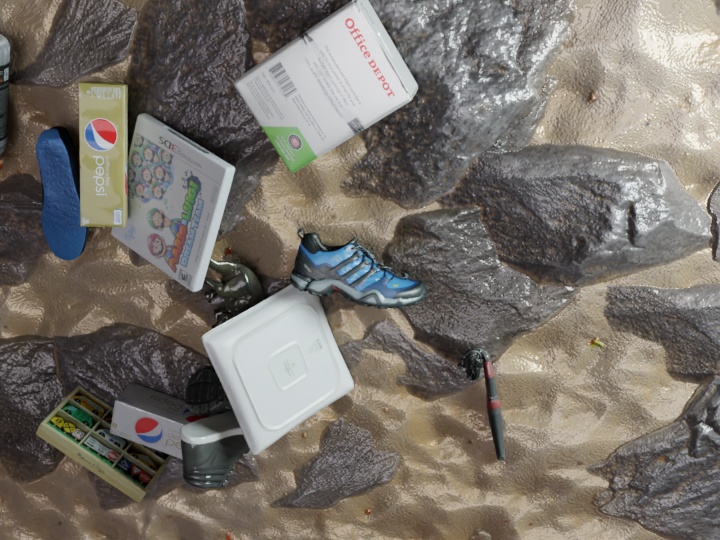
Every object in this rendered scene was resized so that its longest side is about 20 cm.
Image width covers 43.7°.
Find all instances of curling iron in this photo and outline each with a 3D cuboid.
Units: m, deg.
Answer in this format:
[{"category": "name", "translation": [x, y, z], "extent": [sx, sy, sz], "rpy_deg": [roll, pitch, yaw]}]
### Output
[{"category": "curling iron", "translation": [0.193, 0.203, 1.363], "extent": [0.049, 0.026, 0.202], "rpy_deg": [-3, 118, 36]}]

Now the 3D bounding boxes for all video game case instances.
[{"category": "video game case", "translation": [-0.277, -0.098, 1.306], "extent": [0.181, 0.024, 0.201], "rpy_deg": [31, 117, 23]}]

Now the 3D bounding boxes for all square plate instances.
[{"category": "square plate", "translation": [-0.112, 0.139, 1.326], "extent": [0.028, 0.197, 0.202], "rpy_deg": [7, 122, 57]}]

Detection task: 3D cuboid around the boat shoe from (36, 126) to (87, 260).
[{"category": "boat shoe", "translation": [-0.433, -0.116, 1.346], "extent": [0.083, 0.069, 0.202], "rpy_deg": [7, 114, 0]}]

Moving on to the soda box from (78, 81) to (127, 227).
[{"category": "soda box", "translation": [-0.366, -0.166, 1.282], "extent": [0.063, 0.068, 0.202], "rpy_deg": [1, 102, -11]}]

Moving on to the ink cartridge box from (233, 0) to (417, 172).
[{"category": "ink cartridge box", "translation": [-0.044, -0.248, 1.197], "extent": [0.199, 0.084, 0.146], "rpy_deg": [-28, 104, 21]}]

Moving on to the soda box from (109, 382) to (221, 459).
[{"category": "soda box", "translation": [-0.303, 0.256, 1.467], "extent": [0.198, 0.064, 0.069], "rpy_deg": [19, 114, 5]}]

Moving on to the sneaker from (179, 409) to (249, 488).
[{"category": "sneaker", "translation": [-0.198, 0.277, 1.394], "extent": [0.070, 0.199, 0.100], "rpy_deg": [25, 111, 42]}]

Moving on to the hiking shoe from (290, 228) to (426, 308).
[{"category": "hiking shoe", "translation": [0.000, 0.000, 1.286], "extent": [0.198, 0.074, 0.088], "rpy_deg": [10, 101, -1]}]

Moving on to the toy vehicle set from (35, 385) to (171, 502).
[{"category": "toy vehicle set", "translation": [-0.411, 0.281, 1.466], "extent": [0.199, 0.124, 0.027], "rpy_deg": [34, 115, -3]}]

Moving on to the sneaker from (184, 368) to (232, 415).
[{"category": "sneaker", "translation": [-0.196, 0.192, 1.411], "extent": [0.199, 0.079, 0.076], "rpy_deg": [-13, 66, 36]}]

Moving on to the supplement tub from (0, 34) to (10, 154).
[{"category": "supplement tub", "translation": [-0.570, -0.241, 1.292], "extent": [0.121, 0.123, 0.202], "rpy_deg": [14, 114, 6]}]

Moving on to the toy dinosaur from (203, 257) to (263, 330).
[{"category": "toy dinosaur", "translation": [-0.185, 0.039, 1.361], "extent": [0.101, 0.077, 0.202], "rpy_deg": [-16, 103, 3]}]
